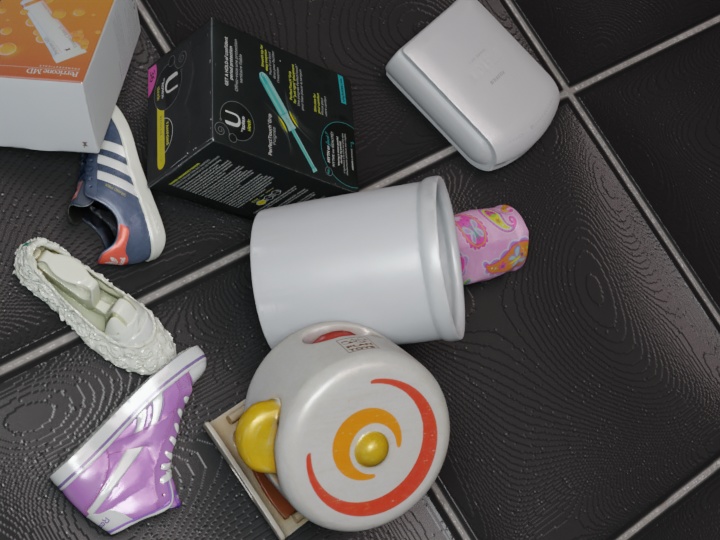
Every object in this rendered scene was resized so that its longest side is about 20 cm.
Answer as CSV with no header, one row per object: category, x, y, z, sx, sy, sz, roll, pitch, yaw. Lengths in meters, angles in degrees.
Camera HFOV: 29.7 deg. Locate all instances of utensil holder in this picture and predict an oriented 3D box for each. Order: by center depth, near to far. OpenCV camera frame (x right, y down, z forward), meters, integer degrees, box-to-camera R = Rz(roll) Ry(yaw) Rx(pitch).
utensil holder,0.000,0.000,1.428,0.197,0.170,0.172,-8,65,12

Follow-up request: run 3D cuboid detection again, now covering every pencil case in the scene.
pencil case,0.101,-0.021,1.580,0.198,0.087,0.088,-15,74,-29

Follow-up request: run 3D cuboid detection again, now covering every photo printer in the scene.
photo printer,0.149,-0.231,1.706,0.200,0.069,0.166,47,57,1

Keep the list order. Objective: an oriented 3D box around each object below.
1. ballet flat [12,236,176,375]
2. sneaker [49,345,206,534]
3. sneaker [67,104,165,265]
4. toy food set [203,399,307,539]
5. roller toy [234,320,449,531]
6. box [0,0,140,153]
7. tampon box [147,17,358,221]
ballet flat,-0.271,0.036,1.388,0.199,0.072,0.072,36,57,-7
sneaker,-0.203,0.175,1.357,0.114,0.073,0.201,45,67,-4
sneaker,-0.279,-0.098,1.441,0.084,0.075,0.202,-16,73,-30
toy food set,-0.052,0.172,1.430,0.199,0.060,0.144,-32,83,-32
roller toy,-0.013,0.150,1.314,0.183,0.140,0.200,-48,118,-5
box,-0.317,-0.230,1.424,0.122,0.098,0.202,4,49,5
tampon box,-0.119,-0.152,1.477,0.198,0.126,0.152,18,58,-39
